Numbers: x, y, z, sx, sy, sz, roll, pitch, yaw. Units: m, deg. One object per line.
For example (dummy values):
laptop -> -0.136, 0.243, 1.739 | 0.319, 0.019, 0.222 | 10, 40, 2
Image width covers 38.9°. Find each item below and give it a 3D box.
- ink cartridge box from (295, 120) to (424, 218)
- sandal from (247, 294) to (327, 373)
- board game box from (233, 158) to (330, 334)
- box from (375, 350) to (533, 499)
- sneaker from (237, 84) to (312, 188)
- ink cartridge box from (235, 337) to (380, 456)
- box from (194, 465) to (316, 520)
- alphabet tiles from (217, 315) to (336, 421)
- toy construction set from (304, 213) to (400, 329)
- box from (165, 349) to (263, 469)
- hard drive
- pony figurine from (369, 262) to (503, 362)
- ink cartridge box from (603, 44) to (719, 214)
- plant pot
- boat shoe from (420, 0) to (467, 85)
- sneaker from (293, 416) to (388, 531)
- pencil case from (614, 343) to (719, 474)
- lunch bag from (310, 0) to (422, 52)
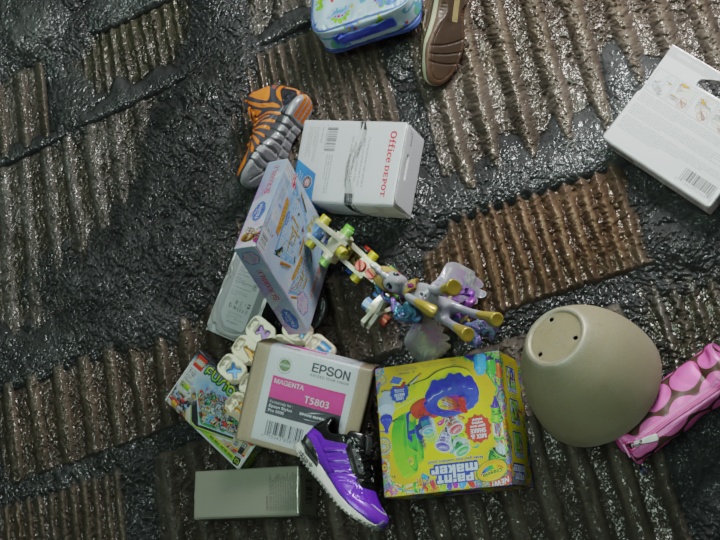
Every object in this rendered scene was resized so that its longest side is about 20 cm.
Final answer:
ink cartridge box -> -0.005, -0.171, 1.726 | 0.198, 0.084, 0.146 | 6, 79, 27
sandal -> -0.121, 0.115, 1.732 | 0.075, 0.048, 0.201 | 47, 109, 26
board game box -> -0.116, -0.038, 1.639 | 0.041, 0.200, 0.201 | -7, 43, 24
box -> 0.140, 0.237, 1.533 | 0.198, 0.122, 0.195 | -11, 73, 22
sneaker -> -0.178, -0.246, 1.840 | 0.111, 0.078, 0.201 | 29, 79, 32
ink cartridge box -> -0.084, 0.212, 1.630 | 0.198, 0.075, 0.167 | 12, 92, 10
box -> -0.173, 0.367, 1.673 | 0.198, 0.068, 0.083 | -6, 74, 24
alphabet tiles -> -0.132, 0.178, 1.682 | 0.195, 0.015, 0.201 | 38, 94, 8
toy construction set -> 0.000, 0.000, 1.645 | 0.092, 0.131, 0.201 | -37, 77, 8
box -> -0.237, 0.239, 1.754 | 0.199, 0.035, 0.111 | 36, 93, 28
hard drive -> -0.185, 0.028, 1.761 | 0.139, 0.038, 0.202 | 17, 83, 47
pony figurine -> 0.120, 0.054, 1.536 | 0.199, 0.192, 0.168 | 20, 78, 56
ink cartridge box -> 0.496, -0.212, 1.529 | 0.200, 0.045, 0.177 | 40, 96, 27
plant pot -> 0.305, 0.126, 1.437 | 0.199, 0.134, 0.202 | -26, 41, 25
boat shoe -> 0.137, -0.415, 1.745 | 0.075, 0.074, 0.205 | 13, 89, 62
sneaker -> -0.012, 0.292, 1.515 | 0.100, 0.070, 0.200 | -47, 56, -1
pencil case -> 0.442, 0.188, 1.422 | 0.200, 0.094, 0.091 | -41, 78, 10
lunch bag -> 0.010, -0.474, 1.789 | 0.198, 0.082, 0.163 | -14, 59, 21
